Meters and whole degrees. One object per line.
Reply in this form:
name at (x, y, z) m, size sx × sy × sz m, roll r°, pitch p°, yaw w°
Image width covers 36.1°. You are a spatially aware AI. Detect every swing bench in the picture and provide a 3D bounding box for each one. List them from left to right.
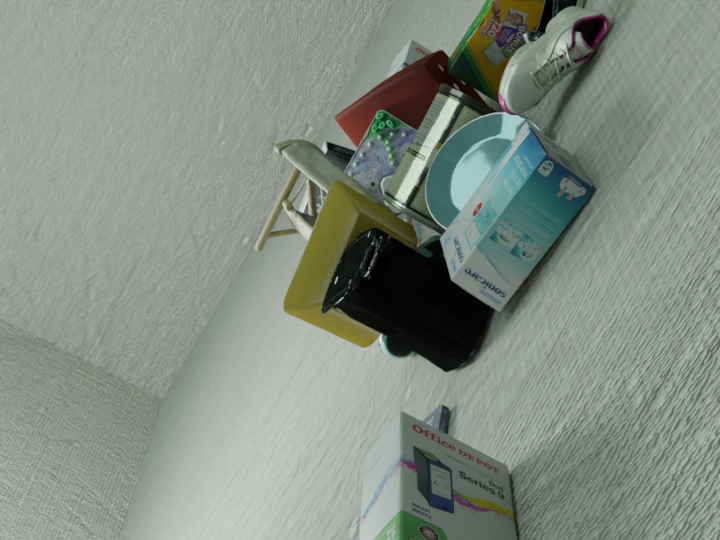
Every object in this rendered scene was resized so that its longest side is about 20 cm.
swing bench at (-0.049, -0.077, 1.741) m, size 0.199 × 0.128 × 0.203 m, roll 43°, pitch 130°, yaw 37°

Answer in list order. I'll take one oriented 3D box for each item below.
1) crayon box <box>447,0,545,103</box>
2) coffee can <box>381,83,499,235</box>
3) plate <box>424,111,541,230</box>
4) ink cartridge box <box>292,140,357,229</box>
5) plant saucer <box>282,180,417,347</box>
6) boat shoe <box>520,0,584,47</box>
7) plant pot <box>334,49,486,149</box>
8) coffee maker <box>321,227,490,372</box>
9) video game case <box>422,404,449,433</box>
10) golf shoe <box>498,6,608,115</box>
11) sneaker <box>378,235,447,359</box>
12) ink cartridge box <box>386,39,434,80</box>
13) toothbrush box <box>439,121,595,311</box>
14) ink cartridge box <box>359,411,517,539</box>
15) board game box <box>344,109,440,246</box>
crayon box at (0.245, -0.390, 1.832) m, size 0.201 × 0.117 × 0.059 m, roll -57°, pitch 13°, yaw 24°
coffee can at (0.140, -0.168, 1.729) m, size 0.202 × 0.145 × 0.146 m, roll -61°, pitch 13°, yaw 6°
plate at (0.184, -0.136, 1.594) m, size 0.198 × 0.026 × 0.203 m, roll -18°, pitch 54°, yaw 27°
ink cartridge box at (-0.006, -0.120, 2.046) m, size 0.047 × 0.194 × 0.202 m, roll -97°, pitch 26°, yaw -58°
plant saucer at (0.000, 0.000, 1.606) m, size 0.048 × 0.199 × 0.203 m, roll 19°, pitch 84°, yaw 44°
boat shoe at (0.285, -0.363, 1.734) m, size 0.202 × 0.065 × 0.074 m, roll -64°, pitch 13°, yaw -5°
plant pot at (0.106, -0.265, 1.917) m, size 0.176 × 0.200 × 0.200 m, roll -38°, pitch 5°, yaw 30°
coffee maker at (0.068, 0.044, 1.467) m, size 0.136 × 0.198 × 0.192 m, roll -63°, pitch 12°, yaw 1°
video game case at (0.061, 0.286, 1.416) m, size 0.143 × 0.019 × 0.202 m, roll -51°, pitch 16°, yaw 41°
golf shoe at (0.276, -0.304, 1.580) m, size 0.201 × 0.075 × 0.091 m, roll -50°, pitch 23°, yaw -9°
sneaker at (0.073, 0.034, 1.743) m, size 0.202 × 0.077 × 0.140 m, roll -63°, pitch 14°, yaw -2°
ink cartridge box at (0.119, -0.331, 2.146) m, size 0.083 × 0.144 × 0.202 m, roll -47°, pitch 20°, yaw 49°
toothbrush box at (0.197, -0.071, 1.427) m, size 0.201 × 0.085 × 0.147 m, roll -55°, pitch 15°, yaw 19°
ink cartridge box at (0.078, 0.259, 1.115) m, size 0.088 × 0.144 × 0.201 m, roll -55°, pitch 15°, yaw 25°
board game box at (0.065, -0.130, 1.836) m, size 0.202 × 0.198 × 0.026 m, roll -59°, pitch -6°, yaw 11°
